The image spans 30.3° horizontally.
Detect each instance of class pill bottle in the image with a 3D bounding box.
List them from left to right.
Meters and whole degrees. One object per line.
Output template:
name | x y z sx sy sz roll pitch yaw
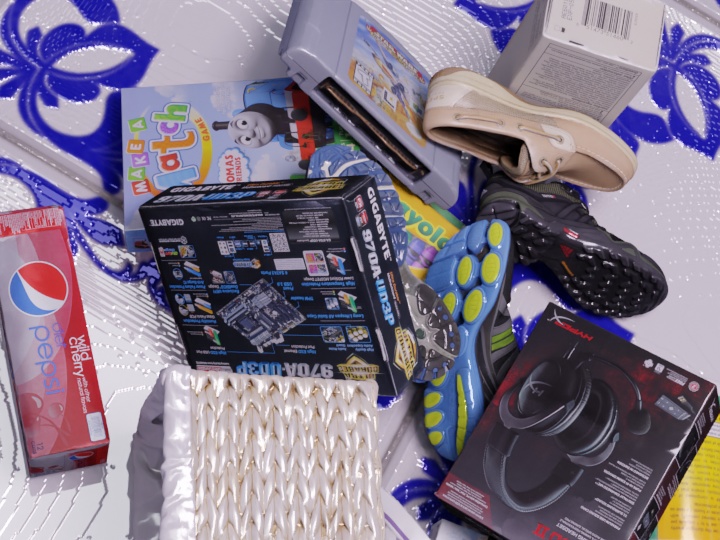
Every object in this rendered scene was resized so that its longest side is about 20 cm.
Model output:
pill bottle | 0.255 0.196 1.085 0.112 0.113 0.201 8 68 -10

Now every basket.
basket | -0.080 0.190 0.961 0.160 0.198 0.201 3 68 -15

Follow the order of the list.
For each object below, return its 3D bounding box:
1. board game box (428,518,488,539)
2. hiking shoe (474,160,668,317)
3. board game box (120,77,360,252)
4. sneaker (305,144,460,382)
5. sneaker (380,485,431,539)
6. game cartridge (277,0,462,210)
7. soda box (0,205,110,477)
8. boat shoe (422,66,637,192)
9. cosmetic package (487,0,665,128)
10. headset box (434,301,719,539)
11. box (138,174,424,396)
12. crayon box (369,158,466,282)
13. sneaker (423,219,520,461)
board game box | 0.093 0.315 1.043 0.134 0.034 0.201 21 66 -5
hiking shoe | 0.191 -0.034 1.175 0.199 0.076 0.101 28 41 -20
board game box | -0.100 -0.093 1.119 0.199 0.037 0.152 -5 58 -5
sneaker | 0.000 0.000 1.051 0.077 0.085 0.201 -23 89 -27
sneaker | 0.017 0.248 1.007 0.114 0.073 0.201 -38 59 -5
game cartridge | 0.016 -0.155 1.142 0.200 0.041 0.134 41 38 -25
soda box | -0.246 0.054 1.040 0.063 0.070 0.201 -9 72 -16
boat shoe | 0.143 -0.104 1.138 0.199 0.071 0.065 20 60 -11
cosmetic package | 0.176 -0.167 1.157 0.103 0.200 0.074 17 67 -8
headset box | 0.164 0.150 1.029 0.148 0.077 0.201 28 78 26
box | -0.062 0.013 1.005 0.046 0.199 0.160 -40 121 -49
crayon box | 0.012 -0.004 1.136 0.126 0.052 0.200 39 65 3
sneaker | 0.096 0.057 1.105 0.083 0.070 0.201 4 90 -56
